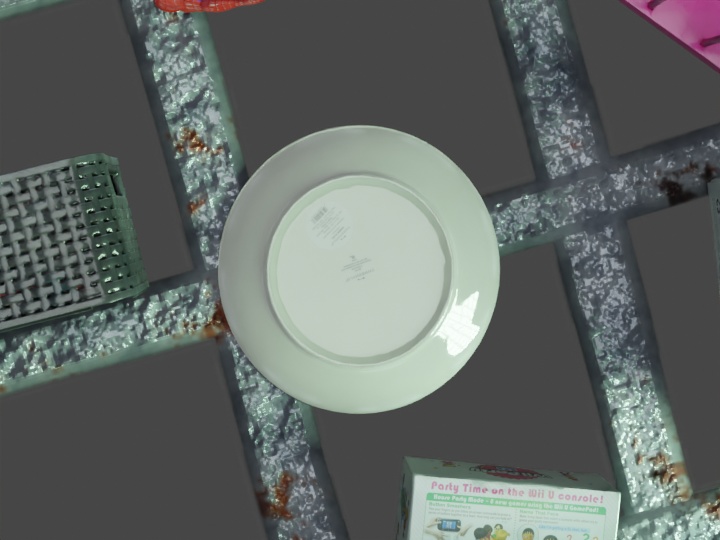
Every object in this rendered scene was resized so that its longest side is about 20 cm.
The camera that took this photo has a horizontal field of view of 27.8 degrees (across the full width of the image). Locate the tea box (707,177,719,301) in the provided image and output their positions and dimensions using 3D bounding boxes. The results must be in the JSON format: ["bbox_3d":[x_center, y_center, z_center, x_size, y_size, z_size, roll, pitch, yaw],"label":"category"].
[{"bbox_3d":[0.352,0.027,0.976,0.195,0.134,0.202,-5,93,-3],"label":"tea box"}]

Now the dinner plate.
[{"bbox_3d":[0.000,0.000,1.009,0.198,0.024,0.202,0,92,-4],"label":"dinner plate"}]

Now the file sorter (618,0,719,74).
[{"bbox_3d":[0.239,-0.234,0.961,0.199,0.125,0.140,34,90,-4],"label":"file sorter"}]

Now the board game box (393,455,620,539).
[{"bbox_3d":[0.093,0.239,1.005,0.146,0.064,0.202,6,94,-5],"label":"board game box"}]

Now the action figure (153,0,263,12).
[{"bbox_3d":[-0.077,-0.211,0.983,0.198,0.052,0.066,-7,97,-1],"label":"action figure"}]

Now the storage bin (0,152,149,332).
[{"bbox_3d":[-0.246,-0.006,0.934,0.198,0.135,0.095,-15,93,-3],"label":"storage bin"}]
